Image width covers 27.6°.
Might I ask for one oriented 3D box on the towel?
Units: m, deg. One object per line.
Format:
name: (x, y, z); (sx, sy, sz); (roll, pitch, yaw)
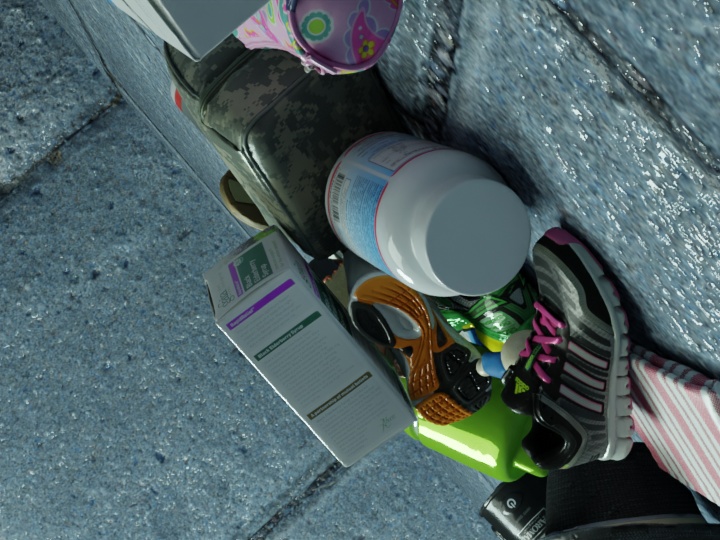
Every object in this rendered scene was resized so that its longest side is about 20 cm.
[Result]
towel: (0.242, 0.113, 1.071); (0.147, 0.030, 0.200); (55, 171, -20)

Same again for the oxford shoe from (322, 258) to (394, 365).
oxford shoe: (0.000, 0.000, 1.369); (0.074, 0.201, 0.070); (4, 169, 13)

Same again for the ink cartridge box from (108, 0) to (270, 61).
ink cartridge box: (-0.111, -0.234, 0.962); (0.084, 0.145, 0.200); (53, 173, -35)

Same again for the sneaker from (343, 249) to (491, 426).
sneaker: (0.050, 0.049, 1.269); (0.200, 0.075, 0.092); (56, -171, -37)

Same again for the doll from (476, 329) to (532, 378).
doll: (0.156, 0.095, 1.193); (0.136, 0.049, 0.200); (21, 171, 29)

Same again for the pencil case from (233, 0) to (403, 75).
pencil case: (-0.041, -0.185, 1.020); (0.088, 0.087, 0.200); (53, 173, -24)

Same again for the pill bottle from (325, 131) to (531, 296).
pill bottle: (0.051, -0.042, 1.108); (0.109, 0.109, 0.200); (52, 173, -21)

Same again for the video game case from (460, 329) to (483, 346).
video game case: (0.088, 0.035, 1.643); (0.143, 0.018, 0.200); (47, 172, 29)

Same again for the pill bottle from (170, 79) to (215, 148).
pill bottle: (-0.082, -0.136, 1.416); (0.200, 0.114, 0.114); (47, 173, 16)

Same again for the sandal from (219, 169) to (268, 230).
sandal: (-0.078, -0.069, 1.586); (0.200, 0.054, 0.081); (-1, -116, -50)

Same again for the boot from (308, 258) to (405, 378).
boot: (0.034, 0.045, 1.467); (0.097, 0.075, 0.200); (7, -156, -41)

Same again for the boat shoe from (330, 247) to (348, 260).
boat shoe: (-0.033, -0.096, 1.556); (0.060, 0.075, 0.200); (-38, 80, 44)

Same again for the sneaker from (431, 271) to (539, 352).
sneaker: (0.095, 0.007, 1.287); (0.200, 0.078, 0.085); (21, 145, 58)

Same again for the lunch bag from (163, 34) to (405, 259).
lunch bag: (-0.069, -0.134, 1.230); (0.168, 0.139, 0.200); (36, 167, 38)

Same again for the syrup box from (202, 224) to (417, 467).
syrup box: (-0.042, 0.065, 1.243); (0.200, 0.081, 0.079); (52, -174, -31)

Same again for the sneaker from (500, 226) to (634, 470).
sneaker: (0.142, 0.066, 1.059); (0.074, 0.087, 0.201); (-133, 25, -56)

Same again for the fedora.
fedora: (0.221, 0.198, 1.244); (0.201, 0.200, 0.092); (72, -170, -72)

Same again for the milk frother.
milk frother: (0.257, 0.336, 1.818); (0.188, 0.181, 0.200); (48, -144, 19)

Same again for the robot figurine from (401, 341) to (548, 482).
robot figurine: (0.118, 0.137, 1.472); (0.199, 0.116, 0.175); (22, -173, 28)
